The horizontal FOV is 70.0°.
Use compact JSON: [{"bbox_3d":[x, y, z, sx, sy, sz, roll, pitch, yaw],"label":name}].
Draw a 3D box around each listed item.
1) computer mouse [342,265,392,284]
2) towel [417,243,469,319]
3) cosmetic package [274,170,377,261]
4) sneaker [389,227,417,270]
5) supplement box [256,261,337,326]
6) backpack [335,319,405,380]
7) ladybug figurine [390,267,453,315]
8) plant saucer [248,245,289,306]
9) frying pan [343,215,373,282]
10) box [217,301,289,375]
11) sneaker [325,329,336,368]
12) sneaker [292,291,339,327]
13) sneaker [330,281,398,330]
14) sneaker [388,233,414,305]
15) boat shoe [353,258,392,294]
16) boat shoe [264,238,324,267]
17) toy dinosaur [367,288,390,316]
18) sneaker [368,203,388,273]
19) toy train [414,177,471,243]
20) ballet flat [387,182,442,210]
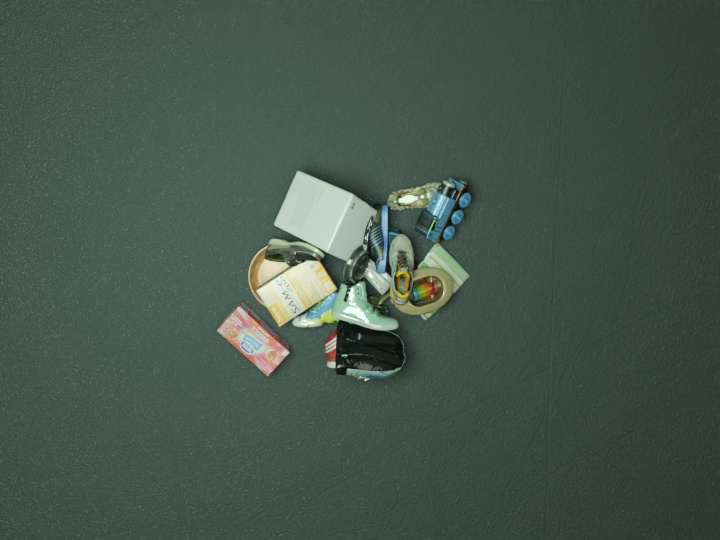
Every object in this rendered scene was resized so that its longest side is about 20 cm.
[{"bbox_3d":[0.037,0.026,1.572,0.197,0.034,0.060,-12,80,0],"label":"computer mouse"},{"bbox_3d":[0.223,0.037,1.603,0.152,0.023,0.200,44,88,-11],"label":"towel"},{"bbox_3d":[-0.094,-0.146,1.421,0.198,0.167,0.168,26,92,28],"label":"cosmetic package"},{"bbox_3d":[0.107,-0.078,1.546,0.200,0.073,0.082,42,90,-10],"label":"sneaker"},{"bbox_3d":[-0.183,0.052,1.481,0.199,0.074,0.127,-33,99,-3],"label":"supplement box"},{"bbox_3d":[0.030,0.237,1.476,0.197,0.155,0.165,-1,57,1],"label":"backpack"},{"bbox_3d":[0.181,0.060,1.549,0.197,0.072,0.138,-14,98,-8],"label":"ladybug figurine"},{"bbox_3d":[-0.232,0.017,1.526,0.197,0.037,0.203,-1,97,-8],"label":"plant saucer"},{"bbox_3d":[0.010,-0.048,1.442,0.031,0.115,0.191,28,83,23],"label":"frying pan"},{"bbox_3d":[-0.309,0.196,1.503,0.200,0.103,0.095,44,89,-12],"label":"box"},{"bbox_3d":[-0.013,0.223,1.561,0.197,0.078,0.117,-12,99,-8],"label":"sneaker"},{"bbox_3d":[-0.111,0.111,1.540,0.197,0.076,0.107,-6,88,-20],"label":"sneaker"},{"bbox_3d":[0.024,0.098,1.465,0.198,0.074,0.120,14,96,-1],"label":"sneaker"},{"bbox_3d":[0.124,-0.006,1.468,0.077,0.082,0.203,-1,79,-4],"label":"sneaker"},{"bbox_3d":[0.001,0.001,1.530,0.201,0.075,0.086,40,87,-1],"label":"boat shoe"},{"bbox_3d":[-0.186,-0.042,1.422,0.072,0.198,0.065,48,60,-51],"label":"boat shoe"},{"bbox_3d":[0.047,0.106,1.543,0.198,0.047,0.089,-22,91,-27],"label":"toy dinosaur"},{"bbox_3d":[0.042,-0.091,1.485,0.077,0.070,0.203,0,85,8],"label":"sneaker"},{"bbox_3d":[0.246,-0.177,1.522,0.113,0.087,0.202,10,111,-40],"label":"toy train"},{"bbox_3d":[0.179,-0.219,1.546,0.197,0.064,0.077,-16,99,-7],"label":"ballet flat"}]
